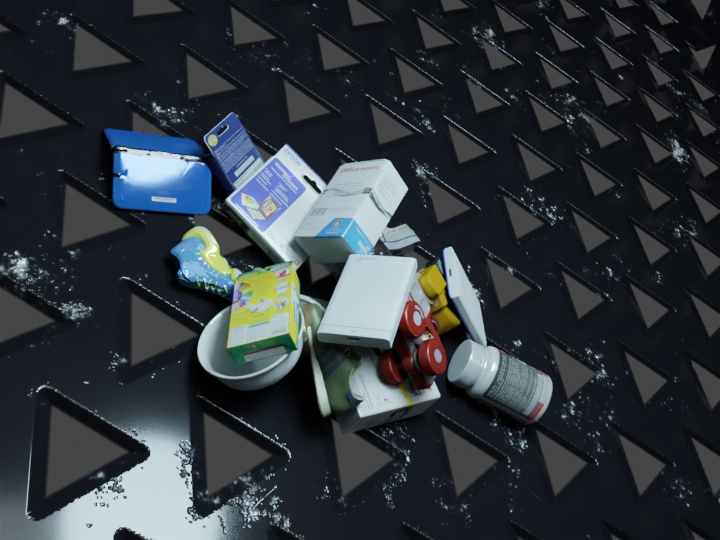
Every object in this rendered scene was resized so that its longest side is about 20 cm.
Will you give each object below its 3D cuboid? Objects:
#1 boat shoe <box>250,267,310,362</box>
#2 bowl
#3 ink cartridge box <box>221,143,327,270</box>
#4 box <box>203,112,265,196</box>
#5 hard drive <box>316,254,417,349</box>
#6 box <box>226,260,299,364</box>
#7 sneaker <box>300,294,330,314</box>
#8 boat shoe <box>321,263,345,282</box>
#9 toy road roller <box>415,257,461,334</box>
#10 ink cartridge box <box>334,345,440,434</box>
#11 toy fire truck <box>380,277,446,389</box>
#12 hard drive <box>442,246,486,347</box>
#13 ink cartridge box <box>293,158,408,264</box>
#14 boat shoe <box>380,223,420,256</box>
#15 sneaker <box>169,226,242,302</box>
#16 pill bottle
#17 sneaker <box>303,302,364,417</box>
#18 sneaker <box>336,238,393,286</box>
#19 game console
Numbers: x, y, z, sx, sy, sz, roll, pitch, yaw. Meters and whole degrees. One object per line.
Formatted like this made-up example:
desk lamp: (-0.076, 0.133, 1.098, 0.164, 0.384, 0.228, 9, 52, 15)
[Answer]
boat shoe: (-0.159, 0.085, 1.469, 0.202, 0.072, 0.066, 53, 41, 6)
bowl: (-0.182, 0.142, 1.370, 0.197, 0.091, 0.203, -11, 39, 9)
ink cartridge box: (-0.149, -0.125, 1.581, 0.198, 0.047, 0.200, 45, 56, -5)
box: (-0.248, -0.212, 1.602, 0.202, 0.032, 0.122, 60, 40, -23)
hard drive: (0.015, 0.049, 1.357, 0.130, 0.027, 0.201, 4, 43, 18)
box: (-0.166, 0.066, 1.345, 0.115, 0.049, 0.202, -14, 41, 9)
sneaker: (-0.067, 0.082, 1.541, 0.197, 0.072, 0.099, 20, 25, 0)
boat shoe: (-0.025, -0.006, 1.623, 0.070, 0.070, 0.202, -15, 67, -39)
toy road roller: (0.136, 0.073, 1.609, 0.147, 0.122, 0.200, 60, 21, -1)
ink cartridge box: (0.036, 0.213, 1.487, 0.197, 0.084, 0.147, -6, 62, -36)
toy fire truck: (0.097, 0.108, 1.441, 0.202, 0.111, 0.168, 60, 37, -18)
hard drive: (0.225, 0.062, 1.673, 0.201, 0.025, 0.133, 57, 23, -45)
ink cartridge box: (-0.018, -0.115, 1.527, 0.084, 0.144, 0.201, 50, 58, -33)
boat shoe: (0.047, -0.071, 1.716, 0.200, 0.075, 0.087, -19, 69, -43)
sneaker: (-0.284, 0.019, 1.452, 0.104, 0.076, 0.201, -34, 79, -25)
pill bottle: (0.290, 0.229, 1.616, 0.198, 0.114, 0.115, 28, 46, -12)
sneaker: (-0.043, 0.152, 1.370, 0.088, 0.067, 0.204, -10, 92, -1)
sneaker: (0.000, 0.000, 1.547, 0.076, 0.115, 0.200, 49, 17, -9)
game console: (-0.410, -0.199, 1.559, 0.197, 0.118, 0.174, 2, 87, -31)
